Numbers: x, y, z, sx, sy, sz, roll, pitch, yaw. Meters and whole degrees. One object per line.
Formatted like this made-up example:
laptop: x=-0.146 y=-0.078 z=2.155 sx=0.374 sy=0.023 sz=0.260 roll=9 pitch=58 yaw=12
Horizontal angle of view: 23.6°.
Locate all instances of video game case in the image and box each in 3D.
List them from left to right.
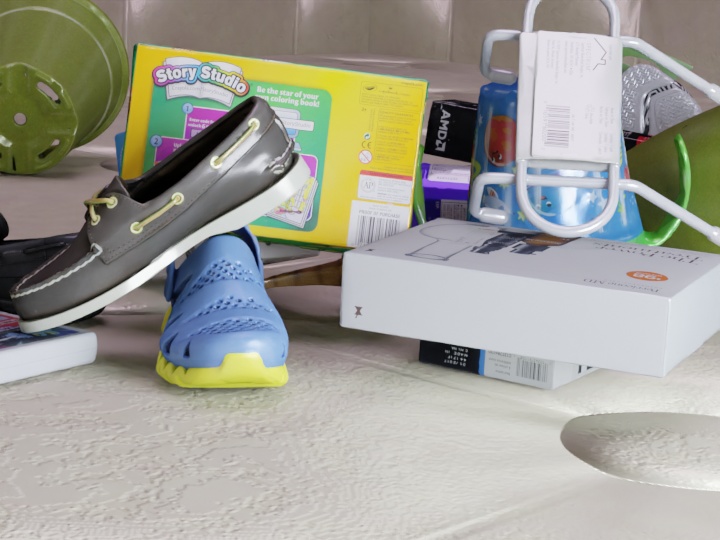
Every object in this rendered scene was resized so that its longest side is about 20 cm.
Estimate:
video game case: x=-0.290 y=0.047 z=1.028 sx=0.182 sy=0.023 sz=0.200 roll=10 pitch=12 yaw=33

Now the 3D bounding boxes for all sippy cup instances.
sippy cup: x=0.135 y=-0.071 z=1.232 sx=0.177 sy=0.131 sz=0.139 roll=-10 pitch=15 yaw=-31

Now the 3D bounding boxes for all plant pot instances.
plant pot: x=-0.361 y=-0.192 z=1.889 sx=0.199 sy=0.201 sz=0.190 roll=2 pitch=24 yaw=-3
plant pot: x=0.281 y=-0.048 z=1.311 sx=0.187 sy=0.188 sz=0.199 roll=-7 pitch=4 yaw=-41

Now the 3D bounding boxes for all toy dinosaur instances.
toy dinosaur: x=0.000 y=0.000 z=1.218 sx=0.199 sy=0.061 sz=0.106 roll=-4 pitch=1 yaw=12

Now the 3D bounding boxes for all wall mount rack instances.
wall mount rack: x=0.161 y=-0.090 z=1.120 sx=0.173 sy=0.201 sz=0.075 roll=4 pitch=-30 yaw=3

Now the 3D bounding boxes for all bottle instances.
bottle: x=0.131 y=-0.043 z=1.432 sx=0.199 sy=0.084 sz=0.065 roll=4 pitch=44 yaw=9

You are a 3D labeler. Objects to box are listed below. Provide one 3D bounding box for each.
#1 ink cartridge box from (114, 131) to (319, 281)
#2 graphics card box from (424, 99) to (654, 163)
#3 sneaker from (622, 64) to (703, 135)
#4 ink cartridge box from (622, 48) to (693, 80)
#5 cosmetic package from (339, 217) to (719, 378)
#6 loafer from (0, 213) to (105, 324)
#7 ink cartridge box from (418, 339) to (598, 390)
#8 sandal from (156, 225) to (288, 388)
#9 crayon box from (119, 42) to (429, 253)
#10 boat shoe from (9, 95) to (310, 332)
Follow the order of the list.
ink cartridge box: x=-0.095 y=-0.060 z=1.251 sx=0.068 sy=0.117 sz=0.200 roll=-5 pitch=-3 yaw=-40
graphics card box: x=0.162 y=-0.108 z=1.493 sx=0.199 sy=0.051 sz=0.125 roll=13 pitch=9 yaw=10
sneaker: x=0.304 y=-0.099 z=1.586 sx=0.075 sy=0.200 sz=0.115 roll=-37 pitch=-7 yaw=13
ink cartridge box: x=0.218 y=-0.133 z=1.643 sx=0.104 sy=0.060 sz=0.200 roll=16 pitch=-38 yaw=-39
cosmetic package: x=0.108 y=0.012 z=1.043 sx=0.199 sy=0.052 sz=0.151 roll=8 pitch=15 yaw=23
loafer: x=-0.264 y=-0.010 z=1.196 sx=0.200 sy=0.071 sz=0.068 roll=7 pitch=11 yaw=21
ink cartridge box: x=0.129 y=0.036 z=1.148 sx=0.099 sy=0.039 sz=0.200 roll=10 pitch=14 yaw=32
sandal: x=-0.088 y=0.019 z=1.058 sx=0.079 sy=0.088 sz=0.200 roll=2 pitch=12 yaw=-15
crayon box: x=-0.060 y=-0.078 z=1.159 sx=0.199 sy=0.119 sz=0.058 roll=7 pitch=-4 yaw=-3
boat shoe: x=-0.130 y=-0.034 z=1.047 sx=0.201 sy=0.061 sz=0.072 roll=-31 pitch=22 yaw=-4
